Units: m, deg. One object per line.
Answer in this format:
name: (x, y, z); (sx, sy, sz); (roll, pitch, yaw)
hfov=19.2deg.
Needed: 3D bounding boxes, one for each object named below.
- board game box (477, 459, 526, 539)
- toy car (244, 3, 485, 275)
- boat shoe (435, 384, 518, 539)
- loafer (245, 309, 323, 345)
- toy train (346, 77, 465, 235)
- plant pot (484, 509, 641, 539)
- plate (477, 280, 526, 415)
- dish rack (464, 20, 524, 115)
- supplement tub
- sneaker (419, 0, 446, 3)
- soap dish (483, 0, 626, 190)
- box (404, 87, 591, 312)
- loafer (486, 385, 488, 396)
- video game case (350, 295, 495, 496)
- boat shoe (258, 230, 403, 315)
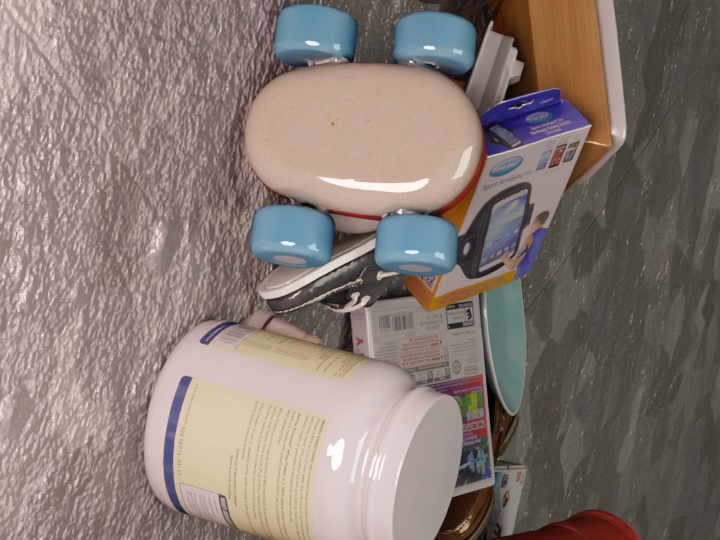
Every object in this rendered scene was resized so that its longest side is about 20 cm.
board game box: (0.118, 0.297, 2.205); (0.126, 0.034, 0.202); (12, 91, -67)
toy car: (0.012, -0.080, 1.609); (0.200, 0.175, 0.186); (58, 37, -76)
boat shoe: (0.100, 0.181, 2.069); (0.068, 0.071, 0.201); (75, 26, -42)
loafer: (-0.043, 0.104, 1.688); (0.072, 0.062, 0.201); (-64, 154, -25)
toy train: (0.047, -0.089, 1.805); (0.150, 0.055, 0.202); (-7, 108, -66)
plant pot: (0.160, 0.342, 2.082); (0.194, 0.200, 0.203); (0, 105, -32)
plate: (0.130, 0.041, 2.057); (0.200, 0.025, 0.202); (-4, 90, -76)
dish rack: (0.097, -0.096, 1.842); (0.201, 0.043, 0.172); (101, 7, -47)
supplement tub: (-0.040, 0.125, 1.530); (0.145, 0.198, 0.146); (-44, 141, -51)
sneaker: (0.090, -0.316, 1.762); (0.115, 0.075, 0.202); (-1, 102, -70)
soap dish: (0.170, -0.181, 1.886); (0.157, 0.080, 0.202); (130, -44, -71)
box: (0.116, -0.061, 1.763); (0.118, 0.042, 0.201); (-19, 145, -35)
loafer: (0.064, 0.159, 1.962); (0.201, 0.068, 0.071); (-53, 157, -38)
video game case: (0.057, 0.113, 1.886); (0.199, 0.023, 0.184); (-5, 90, -58)
boat shoe: (0.000, 0.000, 1.676); (0.199, 0.075, 0.061); (-29, 107, -41)
